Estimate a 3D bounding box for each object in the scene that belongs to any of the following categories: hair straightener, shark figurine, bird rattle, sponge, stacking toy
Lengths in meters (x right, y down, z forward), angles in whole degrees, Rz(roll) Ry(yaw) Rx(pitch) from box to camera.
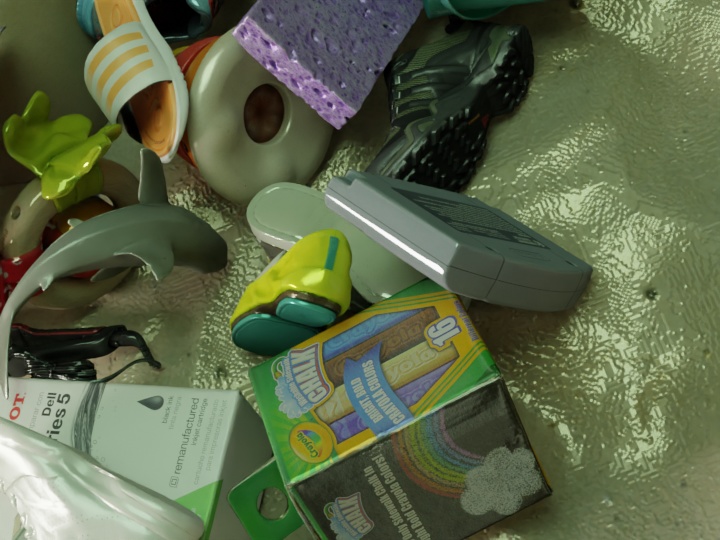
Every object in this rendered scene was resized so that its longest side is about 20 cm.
[{"bbox_3d":[-0.254,0.079,1.227,0.197,0.041,0.077,1,44,13],"label":"hair straightener"},{"bbox_3d":[-0.184,-0.001,1.151,0.213,0.129,0.089,-26,45,-25],"label":"shark figurine"},{"bbox_3d":[-0.234,-0.025,1.209,0.112,0.162,0.202,27,93,41],"label":"bird rattle"},{"bbox_3d":[-0.017,-0.205,1.236,0.030,0.111,0.201,-41,13,41],"label":"sponge"},{"bbox_3d":[-0.129,-0.138,1.284,0.199,0.146,0.147,15,65,47],"label":"stacking toy"}]

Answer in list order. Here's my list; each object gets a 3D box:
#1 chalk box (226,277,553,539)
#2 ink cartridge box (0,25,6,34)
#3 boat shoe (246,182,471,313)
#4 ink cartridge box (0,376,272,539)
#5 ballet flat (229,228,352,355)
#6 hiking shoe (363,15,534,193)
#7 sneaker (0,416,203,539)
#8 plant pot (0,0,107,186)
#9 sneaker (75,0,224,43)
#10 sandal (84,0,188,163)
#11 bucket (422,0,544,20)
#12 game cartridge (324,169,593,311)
[{"bbox_3d":[0.006,0.118,1.048,0.198,0.125,0.124,-26,38,2],"label":"chalk box"},{"bbox_3d":[-0.332,-0.078,1.213,0.200,0.043,0.197,-47,20,16],"label":"ink cartridge box"},{"bbox_3d":[0.002,-0.002,1.175,0.200,0.061,0.072,27,61,28],"label":"boat shoe"},{"bbox_3d":[-0.178,0.163,1.124,0.198,0.084,0.147,1,61,20],"label":"ink cartridge box"},{"bbox_3d":[-0.045,0.014,1.114,0.066,0.200,0.068,16,74,-13],"label":"ballet flat"},{"bbox_3d":[0.052,-0.122,1.229,0.100,0.076,0.200,22,60,37],"label":"hiking shoe"},{"bbox_3d":[-0.205,0.163,1.045,0.199,0.075,0.089,24,83,27],"label":"sneaker"},{"bbox_3d":[-0.323,-0.194,1.357,0.198,0.135,0.202,-9,58,15],"label":"plant pot"},{"bbox_3d":[-0.139,-0.235,1.336,0.199,0.080,0.096,-31,51,-15],"label":"sneaker"},{"bbox_3d":[-0.192,-0.166,1.219,0.059,0.080,0.208,-4,51,-32],"label":"sandal"},{"bbox_3d":[0.098,-0.299,1.219,0.133,0.208,0.209,-14,57,3],"label":"bucket"},{"bbox_3d":[0.078,-0.018,1.084,0.133,0.199,0.042,39,107,31],"label":"game cartridge"}]
